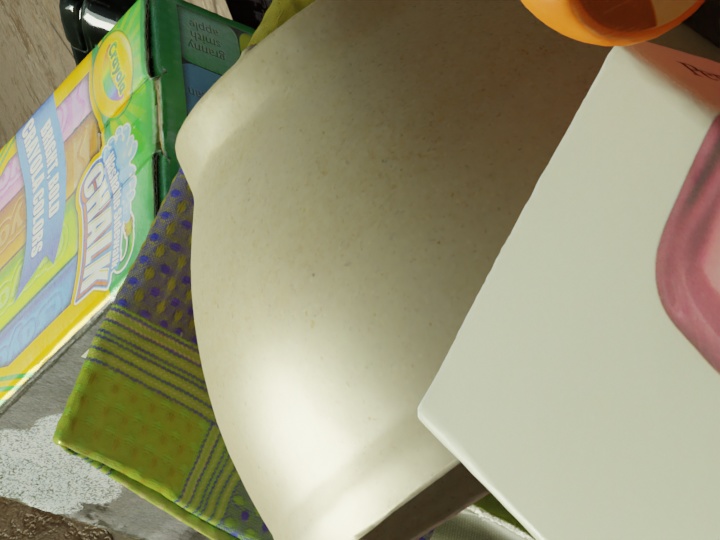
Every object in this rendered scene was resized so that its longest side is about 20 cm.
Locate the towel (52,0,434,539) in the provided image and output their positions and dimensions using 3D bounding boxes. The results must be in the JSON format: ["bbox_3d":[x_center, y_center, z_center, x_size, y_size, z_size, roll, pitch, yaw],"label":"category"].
[{"bbox_3d":[0.000,0.000,0.864,0.143,0.201,0.023,33,172,-24],"label":"towel"}]

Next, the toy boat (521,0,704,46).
[{"bbox_3d":[0.090,-0.090,0.570,0.131,0.130,0.200,66,167,-9],"label":"toy boat"}]

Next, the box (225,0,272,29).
[{"bbox_3d":[0.001,-0.086,1.071,0.201,0.075,0.100,66,167,-17],"label":"box"}]

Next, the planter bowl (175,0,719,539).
[{"bbox_3d":[0.029,-0.015,0.773,0.135,0.200,0.200,56,166,8],"label":"planter bowl"}]

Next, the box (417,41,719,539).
[{"bbox_3d":[0.130,0.049,0.589,0.200,0.127,0.109,45,114,45],"label":"box"}]

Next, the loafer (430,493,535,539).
[{"bbox_3d":[0.032,0.102,0.985,0.200,0.070,0.075,24,147,38],"label":"loafer"}]

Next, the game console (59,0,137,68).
[{"bbox_3d":[-0.054,-0.073,1.116,0.175,0.117,0.200,23,149,24],"label":"game console"}]

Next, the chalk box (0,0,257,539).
[{"bbox_3d":[-0.053,-0.008,0.947,0.200,0.124,0.124,-41,40,36],"label":"chalk box"}]
